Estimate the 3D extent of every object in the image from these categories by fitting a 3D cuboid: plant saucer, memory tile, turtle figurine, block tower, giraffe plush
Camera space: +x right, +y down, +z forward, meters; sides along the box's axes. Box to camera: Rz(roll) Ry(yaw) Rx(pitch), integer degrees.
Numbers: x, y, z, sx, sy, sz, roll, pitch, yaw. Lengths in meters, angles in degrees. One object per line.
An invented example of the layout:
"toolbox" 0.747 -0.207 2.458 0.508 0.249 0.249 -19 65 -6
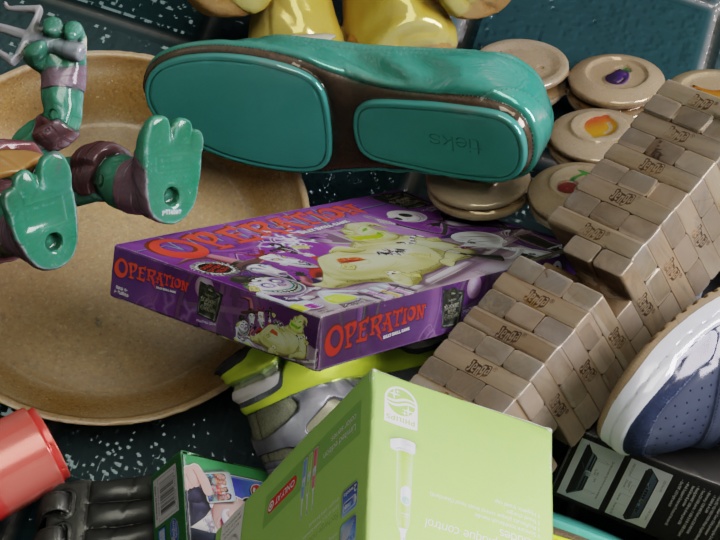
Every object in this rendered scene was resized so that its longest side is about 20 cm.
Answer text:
"plant saucer" -0.124 -0.012 1.053 0.200 0.035 0.200 2 64 -4
"memory tile" 0.141 -0.061 1.059 0.200 0.017 0.153 9 38 14
"turtle figurine" -0.167 -0.050 0.974 0.150 0.101 0.200 -42 36 -27
"block tower" 0.102 0.010 0.947 0.054 0.058 0.200 27 70 42
"giraffe plush" -0.020 -0.207 1.103 0.173 0.200 0.162 -16 34 0

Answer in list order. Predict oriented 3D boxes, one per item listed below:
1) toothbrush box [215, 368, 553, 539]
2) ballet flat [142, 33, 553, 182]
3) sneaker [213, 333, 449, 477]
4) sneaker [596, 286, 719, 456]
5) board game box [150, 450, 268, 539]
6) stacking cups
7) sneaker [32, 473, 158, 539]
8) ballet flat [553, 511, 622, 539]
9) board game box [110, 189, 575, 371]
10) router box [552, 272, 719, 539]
"toothbrush box" 0.003 0.163 0.827 0.086 0.146 0.200 20 48 -20
"ballet flat" -0.002 -0.082 1.039 0.200 0.067 0.070 9 32 17
"sneaker" 0.027 0.065 0.995 0.200 0.074 0.081 -6 78 -34
"sneaker" 0.202 0.054 0.930 0.200 0.070 0.109 -22 56 -34
"board game box" -0.021 0.183 0.928 0.135 0.029 0.200 17 51 -32
"stacking cups" -0.223 0.125 0.955 0.200 0.061 0.061 -27 71 -11
"sneaker" -0.144 0.154 0.957 0.200 0.071 0.099 -19 69 -21
"ballet flat" 0.123 0.149 0.992 0.200 0.067 0.067 12 86 -2
"board game box" 0.000 0.000 0.976 0.120 0.032 0.200 13 17 36
"router box" 0.192 0.049 1.016 0.157 0.052 0.200 22 47 5
